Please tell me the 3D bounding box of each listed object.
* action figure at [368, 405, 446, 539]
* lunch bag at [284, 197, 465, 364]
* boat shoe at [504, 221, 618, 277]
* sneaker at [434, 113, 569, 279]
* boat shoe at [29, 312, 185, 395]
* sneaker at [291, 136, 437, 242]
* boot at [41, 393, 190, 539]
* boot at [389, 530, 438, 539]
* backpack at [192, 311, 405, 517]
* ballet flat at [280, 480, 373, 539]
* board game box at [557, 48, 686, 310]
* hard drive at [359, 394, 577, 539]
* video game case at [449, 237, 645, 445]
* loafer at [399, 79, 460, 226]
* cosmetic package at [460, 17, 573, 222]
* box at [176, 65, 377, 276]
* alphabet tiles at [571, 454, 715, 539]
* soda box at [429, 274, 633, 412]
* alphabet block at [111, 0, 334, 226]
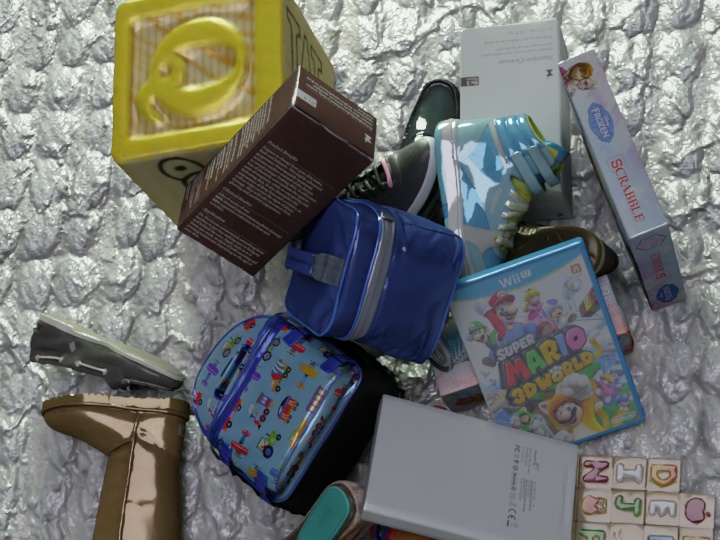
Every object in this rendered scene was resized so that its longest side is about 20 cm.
[{"bbox_3d":[0.042,0.231,1.629,0.065,0.052,0.201,6,73,14],"label":"action figure"},{"bbox_3d":[0.000,0.000,1.596,0.132,0.200,0.137,17,92,-19],"label":"lunch bag"},{"bbox_3d":[0.172,-0.015,1.673,0.200,0.066,0.072,6,79,42],"label":"boat shoe"},{"bbox_3d":[0.150,-0.064,1.616,0.130,0.080,0.201,-11,83,15],"label":"sneaker"},{"bbox_3d":[-0.275,0.103,1.766,0.199,0.067,0.057,21,92,27],"label":"boat shoe"},{"bbox_3d":[-0.007,-0.077,1.686,0.200,0.099,0.071,-42,44,33],"label":"sneaker"},{"bbox_3d":[-0.265,0.232,1.708,0.174,0.066,0.201,-1,70,16],"label":"boot"},{"bbox_3d":[0.050,0.259,1.555,0.199,0.077,0.156,23,72,-15],"label":"boot"},{"bbox_3d":[-0.085,0.126,1.650,0.200,0.134,0.183,37,94,35],"label":"backpack"},{"bbox_3d":[-0.044,0.282,1.612,0.200,0.067,0.068,-48,61,28],"label":"ballet flat"},{"bbox_3d":[0.259,-0.085,1.605,0.041,0.200,0.201,-22,64,7],"label":"board game box"},{"bbox_3d":[0.106,0.201,1.561,0.199,0.026,0.132,15,52,-5],"label":"hard drive"},{"bbox_3d":[0.180,0.081,1.588,0.142,0.018,0.201,-19,109,8],"label":"video game case"},{"bbox_3d":[0.073,-0.117,1.743,0.068,0.070,0.202,4,70,17],"label":"loafer"},{"bbox_3d":[0.164,-0.155,1.726,0.112,0.081,0.201,-6,68,14],"label":"cosmetic package"},{"bbox_3d":[-0.083,-0.095,1.601,0.200,0.100,0.075,-41,28,34],"label":"box"},{"bbox_3d":[0.241,0.261,1.579,0.199,0.006,0.167,1,69,16],"label":"alphabet tiles"},{"bbox_3d":[0.170,0.075,1.643,0.199,0.064,0.069,-20,65,7],"label":"soda box"},{"bbox_3d":[-0.141,-0.173,1.757,0.194,0.200,0.197,-9,66,12],"label":"alphabet block"}]
